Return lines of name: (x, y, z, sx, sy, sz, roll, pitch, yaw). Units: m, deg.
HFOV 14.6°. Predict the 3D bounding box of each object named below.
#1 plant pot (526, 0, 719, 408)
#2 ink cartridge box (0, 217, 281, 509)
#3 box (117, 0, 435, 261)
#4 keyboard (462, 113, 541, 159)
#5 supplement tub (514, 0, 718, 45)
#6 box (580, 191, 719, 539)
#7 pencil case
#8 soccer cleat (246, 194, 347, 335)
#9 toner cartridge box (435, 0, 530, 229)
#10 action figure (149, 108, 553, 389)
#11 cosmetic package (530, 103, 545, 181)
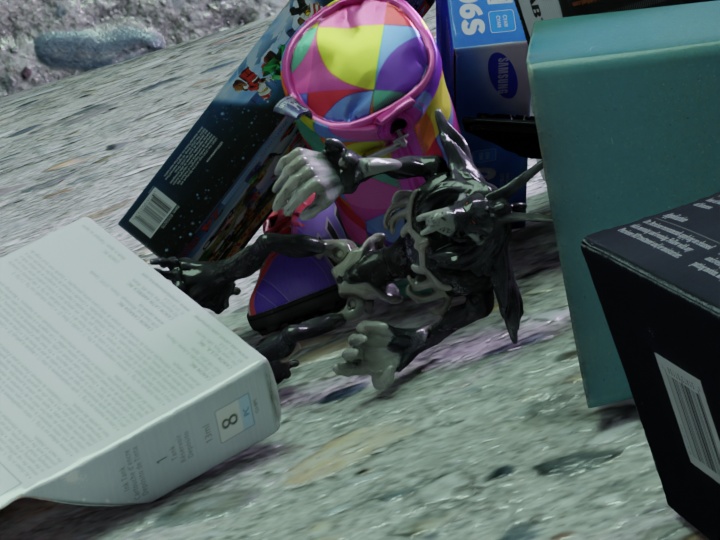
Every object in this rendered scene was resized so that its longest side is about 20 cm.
plant pot: (0.179, -0.043, 1.154, 0.199, 0.142, 0.141, -10, 11, 8)
ink cartridge box: (-0.161, 0.065, 1.274, 0.200, 0.047, 0.160, -30, 42, -23)
box: (-0.041, -0.086, 1.488, 0.200, 0.038, 0.137, -52, -9, 2)
keyboard: (0.160, -0.074, 1.430, 0.199, 0.040, 0.104, 6, -7, 28)
supplement tub: (0.143, -0.093, 1.289, 0.122, 0.201, 0.123, -17, 10, 3)
box: (0.189, 0.019, 0.880, 0.182, 0.104, 0.200, -21, 10, -5)
pencil case: (0.015, -0.059, 1.433, 0.088, 0.089, 0.200, -18, -29, 4)
soccer cleat: (-0.032, -0.017, 1.564, 0.068, 0.073, 0.200, -17, 10, 12)
toner cartridge box: (0.066, -0.108, 1.522, 0.043, 0.095, 0.200, -7, -27, -1)
action figure: (0.000, 0.000, 1.319, 0.200, 0.119, 0.102, -24, -6, 26)
cosmetic package: (0.174, -0.140, 1.586, 0.167, 0.167, 0.200, -19, 11, -4)
